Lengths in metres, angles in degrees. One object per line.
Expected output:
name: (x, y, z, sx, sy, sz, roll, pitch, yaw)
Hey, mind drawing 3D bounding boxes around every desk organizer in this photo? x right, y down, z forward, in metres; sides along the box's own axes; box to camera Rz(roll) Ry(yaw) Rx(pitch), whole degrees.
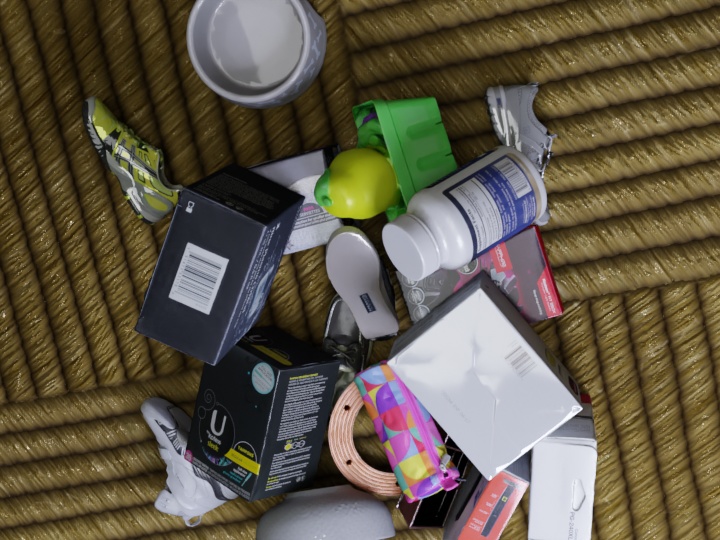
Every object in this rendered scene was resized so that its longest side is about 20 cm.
desk organizer: (0.125, 0.271, 1.654, 0.072, 0.077, 0.200, 19, 98, -14)

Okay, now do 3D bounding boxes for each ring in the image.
ring: (0.051, 0.227, 1.680, 0.200, 0.019, 0.201, -2, 102, -12)

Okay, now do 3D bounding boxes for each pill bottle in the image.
pill bottle: (0.129, -0.069, 1.484, 0.200, 0.111, 0.111, -31, 95, -24)

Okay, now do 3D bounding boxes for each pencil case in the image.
pencil case: (0.065, 0.214, 1.585, 0.088, 0.088, 0.200, -31, 75, 15)

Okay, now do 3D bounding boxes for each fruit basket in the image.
fruit basket: (0.025, -0.124, 1.561, 0.215, 0.156, 0.216, -1, 93, -13)

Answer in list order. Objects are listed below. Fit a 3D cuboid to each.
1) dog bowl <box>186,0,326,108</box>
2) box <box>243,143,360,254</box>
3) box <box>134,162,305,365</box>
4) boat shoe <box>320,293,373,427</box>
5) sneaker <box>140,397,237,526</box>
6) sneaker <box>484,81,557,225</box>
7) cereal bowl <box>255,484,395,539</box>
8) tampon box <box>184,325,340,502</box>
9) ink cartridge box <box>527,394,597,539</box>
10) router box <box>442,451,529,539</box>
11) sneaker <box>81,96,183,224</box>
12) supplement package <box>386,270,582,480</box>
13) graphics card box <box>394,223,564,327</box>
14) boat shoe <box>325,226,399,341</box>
dog bowl: (-0.149, -0.322, 1.618, 0.200, 0.059, 0.200, 2, 102, 11)
box: (-0.117, -0.087, 1.629, 0.200, 0.115, 0.132, -14, 98, 13)
box: (-0.175, -0.014, 1.493, 0.117, 0.200, 0.197, 24, 108, 4)
boat shoe: (-0.024, 0.132, 1.680, 0.072, 0.066, 0.201, 8, 103, 8)
sneaker: (-0.279, 0.291, 1.753, 0.115, 0.075, 0.200, -42, 95, 12)
sneaker: (0.230, -0.158, 1.572, 0.082, 0.075, 0.200, -16, 102, 6)
cereal bowl: (-0.055, 0.354, 1.672, 0.200, 0.200, 0.083, -11, 79, 12)
tampon box: (-0.140, 0.198, 1.656, 0.150, 0.126, 0.200, 23, 107, 38)
ink cartridge box: (0.272, 0.263, 1.582, 0.083, 0.200, 0.145, 3, 101, 9)
router box: (0.171, 0.318, 1.611, 0.049, 0.200, 0.180, 27, 104, 2)
sneaker: (-0.326, -0.167, 1.681, 0.076, 0.075, 0.200, -30, 105, 7)
supplement package: (0.159, 0.131, 1.494, 0.156, 0.111, 0.200, -40, 95, 12)
graphics card box: (0.158, 0.026, 1.561, 0.200, 0.051, 0.126, -17, 93, 11)
boat shoe: (0.000, 0.000, 1.601, 0.075, 0.093, 0.200, -14, 129, 6)
